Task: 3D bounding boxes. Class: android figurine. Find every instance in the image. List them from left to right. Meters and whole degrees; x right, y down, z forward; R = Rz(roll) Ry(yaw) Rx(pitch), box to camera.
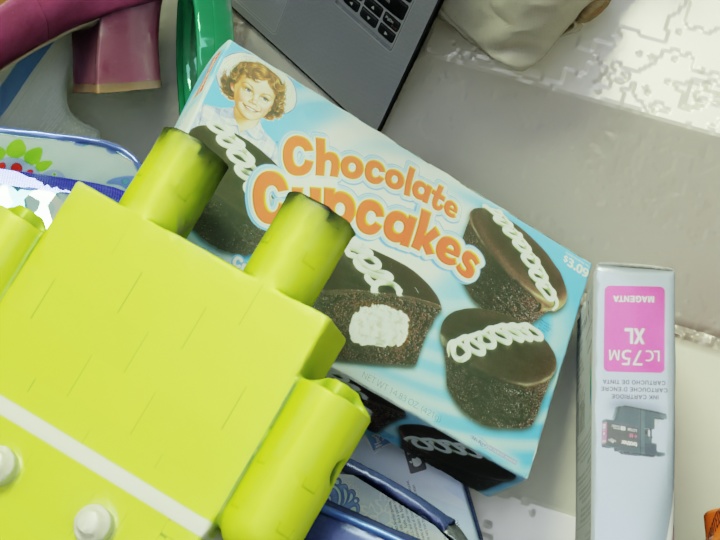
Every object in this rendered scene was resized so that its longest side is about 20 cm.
[{"bbox_3d":[-0.089,0.048,0.667,0.181,0.041,0.201,29,79,20],"label":"android figurine"}]

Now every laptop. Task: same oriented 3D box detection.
[{"bbox_3d":[-0.058,-0.166,0.784,0.187,0.201,0.116,43,48,15],"label":"laptop"}]

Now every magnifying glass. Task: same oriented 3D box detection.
[{"bbox_3d":[-0.071,-0.043,0.838,0.022,0.080,0.202,0,88,-13],"label":"magnifying glass"}]

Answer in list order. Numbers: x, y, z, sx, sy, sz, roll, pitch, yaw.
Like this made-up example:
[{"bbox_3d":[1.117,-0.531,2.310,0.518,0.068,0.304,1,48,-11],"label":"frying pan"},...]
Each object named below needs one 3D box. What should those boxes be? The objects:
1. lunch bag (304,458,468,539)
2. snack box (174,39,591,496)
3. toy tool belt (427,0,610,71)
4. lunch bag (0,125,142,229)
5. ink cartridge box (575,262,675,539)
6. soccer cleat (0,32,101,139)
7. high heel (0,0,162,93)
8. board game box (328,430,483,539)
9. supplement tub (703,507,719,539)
[{"bbox_3d":[-0.017,0.144,0.715,0.199,0.136,0.133,23,82,15],"label":"lunch bag"},{"bbox_3d":[0.000,0.000,0.773,0.199,0.037,0.117,30,58,-14],"label":"snack box"},{"bbox_3d":[0.050,-0.196,0.842,0.200,0.125,0.123,45,48,12],"label":"toy tool belt"},{"bbox_3d":[-0.191,0.008,0.763,0.198,0.083,0.162,9,57,-3],"label":"lunch bag"},{"bbox_3d":[0.111,0.108,0.754,0.041,0.119,0.202,3,79,5],"label":"ink cartridge box"},{"bbox_3d":[-0.167,-0.149,0.877,0.086,0.070,0.202,1,85,-29],"label":"soccer cleat"},{"bbox_3d":[-0.176,-0.125,0.792,0.067,0.199,0.097,7,102,48],"label":"high heel"},{"bbox_3d":[-0.035,0.160,0.807,0.197,0.043,0.202,-17,77,4],"label":"board game box"},{"bbox_3d":[0.201,0.194,0.721,0.121,0.123,0.202,-8,77,7],"label":"supplement tub"}]
